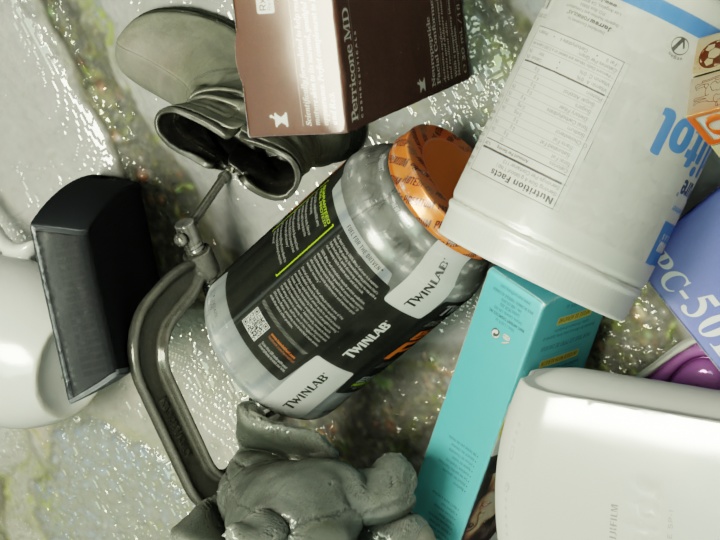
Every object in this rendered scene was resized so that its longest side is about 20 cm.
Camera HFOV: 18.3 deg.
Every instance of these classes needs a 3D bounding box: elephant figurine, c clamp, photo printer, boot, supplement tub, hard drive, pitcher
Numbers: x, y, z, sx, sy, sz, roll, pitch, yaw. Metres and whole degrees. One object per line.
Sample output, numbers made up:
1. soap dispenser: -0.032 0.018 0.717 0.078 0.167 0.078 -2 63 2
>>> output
1. elephant figurine: -0.056 0.158 1.486 0.200 0.141 0.156 29 145 51
2. c clamp: -0.098 0.058 1.550 0.027 0.171 0.201 -3 118 31
3. photo printer: 0.178 0.148 1.388 0.199 0.069 0.167 9 107 26
4. boot: -0.102 -0.116 1.495 0.199 0.131 0.068 25 114 18
5. supplement tub: 0.000 0.000 1.483 0.200 0.122 0.123 -41 85 31
6. hard drive: -0.175 0.006 1.537 0.042 0.200 0.136 -10 100 7
7. supplement tub: 0.146 -0.086 1.347 0.131 0.132 0.201 26 95 18
8. pitcher: -0.277 0.018 1.643 0.199 0.121 0.173 18 97 33

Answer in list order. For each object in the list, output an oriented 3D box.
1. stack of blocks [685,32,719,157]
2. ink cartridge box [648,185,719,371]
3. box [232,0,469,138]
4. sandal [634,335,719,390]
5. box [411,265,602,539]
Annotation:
1. stack of blocks: 0.287 -0.065 1.287 0.115 0.059 0.200 -15 137 36
2. ink cartridge box: 0.267 0.041 1.389 0.094 0.044 0.200 -40 84 12
3. box: -0.003 -0.150 1.395 0.075 0.200 0.101 0 105 26
4. sandal: 0.178 0.117 1.467 0.082 0.050 0.203 40 118 12
5. box: 0.097 0.088 1.472 0.049 0.082 0.201 34 121 31
